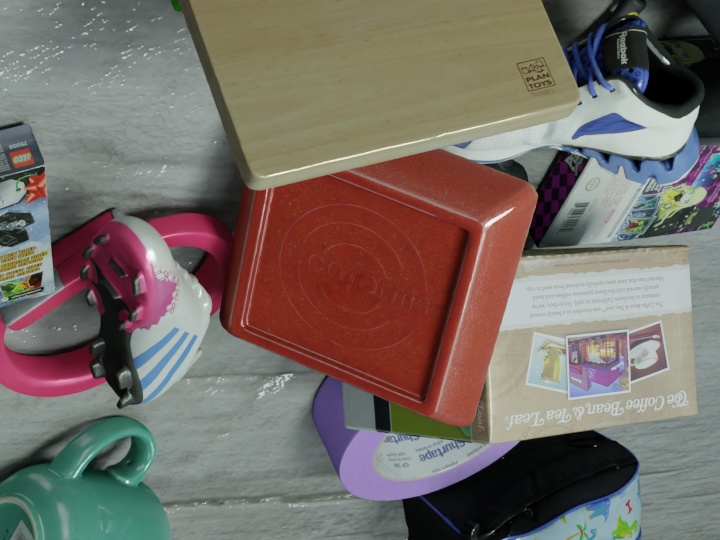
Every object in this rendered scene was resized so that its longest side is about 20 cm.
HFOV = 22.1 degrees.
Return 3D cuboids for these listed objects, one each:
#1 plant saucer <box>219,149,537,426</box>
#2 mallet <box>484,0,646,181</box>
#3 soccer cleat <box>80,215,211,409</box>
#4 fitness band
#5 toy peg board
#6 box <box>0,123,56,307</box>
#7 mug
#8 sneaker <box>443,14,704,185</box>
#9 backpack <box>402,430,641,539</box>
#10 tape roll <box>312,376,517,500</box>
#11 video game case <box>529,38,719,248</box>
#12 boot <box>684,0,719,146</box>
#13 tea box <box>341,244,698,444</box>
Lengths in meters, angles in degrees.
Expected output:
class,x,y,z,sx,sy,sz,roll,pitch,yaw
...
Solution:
class,x,y,z,sx,sy,sz,roll,pitch,yaw
plant saucer,0.000,0.000,1.232,0.037,0.199,0.200,-49,157,-55
mallet,0.144,-0.120,1.342,0.200,0.041,0.066,-45,143,20
soccer cleat,-0.139,0.016,1.241,0.086,0.070,0.200,-32,157,-26
fitness band,-0.179,0.022,1.307,0.200,0.037,0.144,-31,151,8
toy peg board,-0.009,-0.141,1.061,0.199,0.200,0.098,-14,162,-19
box,-0.296,-0.013,1.163,0.199,0.040,0.137,-16,148,-18
mug,-0.239,0.213,1.450,0.152,0.186,0.114,-19,155,37
sneaker,0.142,-0.126,1.231,0.199,0.081,0.115,8,149,-3
backpack,0.158,0.235,1.715,0.200,0.183,0.147,-21,117,-22
tape roll,0.062,0.115,1.590,0.200,0.066,0.200,-20,147,-13
video game case,0.243,-0.100,1.439,0.181,0.036,0.200,-7,143,-29
boot,0.242,-0.156,1.227,0.164,0.066,0.200,-7,157,29
tea box,0.116,0.052,1.390,0.199,0.134,0.197,-4,-178,-34
